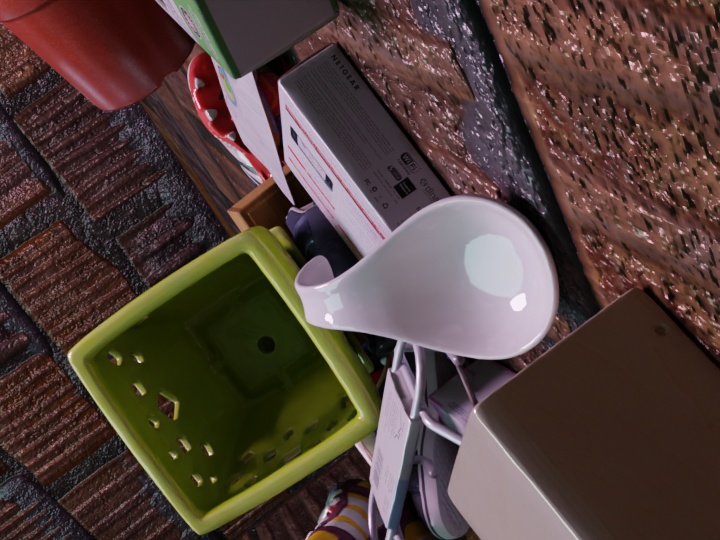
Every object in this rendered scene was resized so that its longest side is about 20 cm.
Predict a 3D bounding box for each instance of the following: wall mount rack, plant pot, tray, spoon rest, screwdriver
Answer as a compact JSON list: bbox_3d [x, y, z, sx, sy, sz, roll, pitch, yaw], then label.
[{"bbox_3d":[0.060,0.147,0.655,0.174,0.074,0.201,-115,29,-59],"label":"wall mount rack"},{"bbox_3d":[-0.104,0.081,0.817,0.200,0.199,0.182,56,-171,-6],"label":"plant pot"},{"bbox_3d":[-0.041,-0.010,0.945,0.200,0.099,0.037,57,160,-21],"label":"tray"},{"bbox_3d":[-0.287,-0.290,0.956,0.195,0.201,0.201,50,176,-41],"label":"plant pot"},{"bbox_3d":[0.030,0.010,0.548,0.200,0.061,0.100,-8,106,44],"label":"spoon rest"},{"bbox_3d":[0.081,0.081,0.731,0.200,0.028,0.029,-110,-5,-50],"label":"screwdriver"}]

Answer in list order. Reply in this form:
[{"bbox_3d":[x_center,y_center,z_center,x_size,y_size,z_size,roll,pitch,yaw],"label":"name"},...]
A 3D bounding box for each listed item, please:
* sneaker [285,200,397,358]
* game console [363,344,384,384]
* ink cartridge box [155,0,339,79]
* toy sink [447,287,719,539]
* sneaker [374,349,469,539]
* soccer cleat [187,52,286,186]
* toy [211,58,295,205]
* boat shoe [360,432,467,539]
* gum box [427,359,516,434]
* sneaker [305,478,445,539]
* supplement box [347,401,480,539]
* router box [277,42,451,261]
[{"bbox_3d":[0.001,-0.001,0.868,0.146,0.077,0.202,61,-175,26],"label":"sneaker"},{"bbox_3d":[-0.041,0.099,1.016,0.031,0.176,0.200,62,-179,-19],"label":"game console"},{"bbox_3d":[-0.113,-0.230,0.544,0.200,0.084,0.146,46,168,40],"label":"ink cartridge box"},{"bbox_3d":[0.134,0.119,0.481,0.130,0.112,0.200,51,166,22],"label":"toy sink"},{"bbox_3d":[0.055,0.154,0.828,0.078,0.079,0.200,42,-143,-40],"label":"sneaker"},{"bbox_3d":[-0.119,-0.144,0.974,0.200,0.069,0.085,51,168,-11],"label":"soccer cleat"},{"bbox_3d":[-0.093,-0.166,0.808,0.115,0.047,0.200,51,168,38],"label":"toy"},{"bbox_3d":[0.060,0.200,0.877,0.072,0.065,0.200,35,-160,-52],"label":"boat shoe"},{"bbox_3d":[0.141,0.153,0.712,0.114,0.066,0.200,58,170,-17],"label":"gum box"},{"bbox_3d":[-0.019,0.226,0.755,0.200,0.075,0.090,5,-140,-48],"label":"sneaker"},{"bbox_3d":[0.081,0.191,0.958,0.200,0.126,0.074,50,-179,31],"label":"supplement box"},{"bbox_3d":[0.016,-0.046,0.676,0.200,0.049,0.180,53,171,6],"label":"router box"}]
